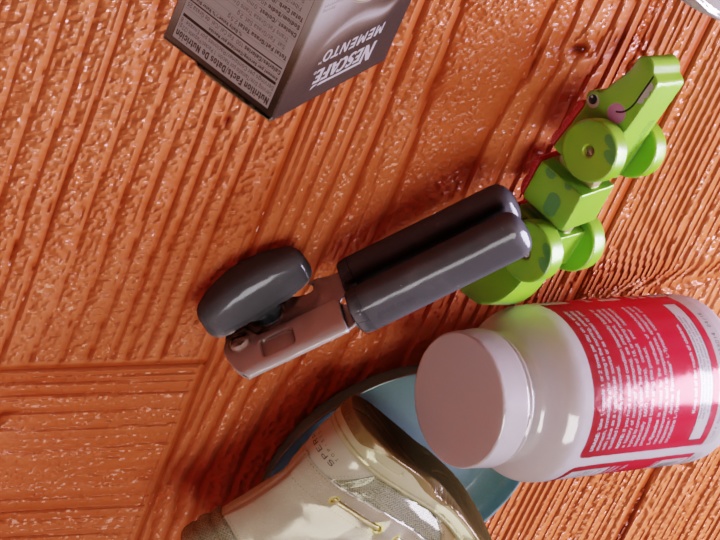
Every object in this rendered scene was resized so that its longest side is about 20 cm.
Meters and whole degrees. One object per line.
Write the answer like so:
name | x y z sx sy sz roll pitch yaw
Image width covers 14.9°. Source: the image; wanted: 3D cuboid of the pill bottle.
pill bottle | 0.136 0.075 1.743 0.200 0.112 0.112 -3 135 -40

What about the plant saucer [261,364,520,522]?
plant saucer | 0.021 0.128 1.821 0.200 0.027 0.200 -16 138 -15

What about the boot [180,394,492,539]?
boot | -0.009 0.178 1.782 0.155 0.072 0.200 -37 134 9

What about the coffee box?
coffee box | -0.010 -0.189 1.394 0.114 0.080 0.200 -32 154 -49

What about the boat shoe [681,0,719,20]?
boat shoe | 0.194 -0.185 1.554 0.071 0.069 0.200 -39 140 10

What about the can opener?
can opener | 0.000 0.000 1.640 0.200 0.053 0.067 -27 132 9

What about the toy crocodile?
toy crocodile | 0.128 -0.053 1.669 0.067 0.062 0.200 -15 143 -53
